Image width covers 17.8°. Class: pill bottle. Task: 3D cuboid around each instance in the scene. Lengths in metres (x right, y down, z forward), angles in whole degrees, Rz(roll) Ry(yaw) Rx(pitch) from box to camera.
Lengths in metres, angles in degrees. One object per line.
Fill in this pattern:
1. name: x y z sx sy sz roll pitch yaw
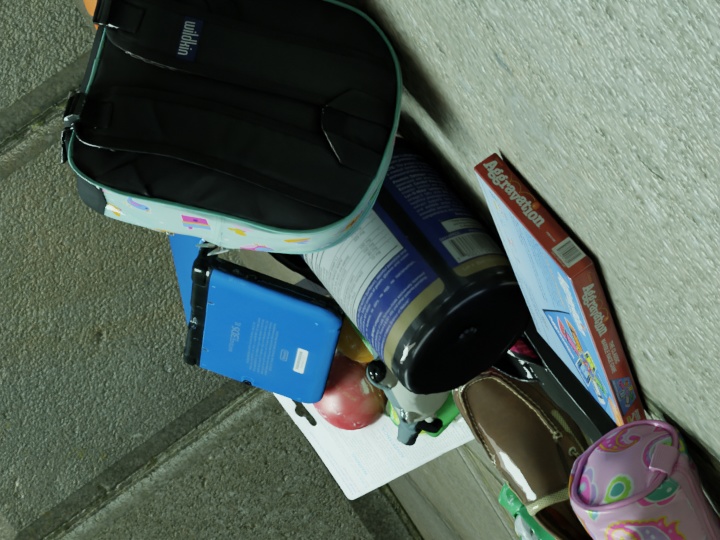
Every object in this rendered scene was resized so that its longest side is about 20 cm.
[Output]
1. pill bottle: 0.021 -0.021 1.573 0.200 0.112 0.112 52 174 29

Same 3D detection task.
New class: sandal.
1. sandal: 0.105 0.051 1.627 0.200 0.045 0.075 53 175 19

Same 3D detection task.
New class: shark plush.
1. shark plush: 0.040 0.065 1.741 0.083 0.091 0.200 48 171 32

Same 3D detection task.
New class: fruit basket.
1. fruit basket: 0.013 0.076 1.870 0.200 0.094 0.186 -30 99 40

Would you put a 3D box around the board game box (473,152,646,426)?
1. board game box: 0.125 0.018 1.410 0.103 0.019 0.200 53 174 34

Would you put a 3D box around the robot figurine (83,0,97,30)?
1. robot figurine: -0.159 -0.206 1.918 0.116 0.144 0.200 19 142 53

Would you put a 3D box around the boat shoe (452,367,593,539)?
1. boat shoe: 0.140 0.145 1.697 0.202 0.075 0.075 47 -156 -25

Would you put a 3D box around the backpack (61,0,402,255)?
1. backpack: -0.073 -0.097 1.469 0.199 0.176 0.153 13 166 7

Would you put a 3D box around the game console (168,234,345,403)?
1. game console: -0.086 -0.001 1.792 0.170 0.119 0.200 19 157 2

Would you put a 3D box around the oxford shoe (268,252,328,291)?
1. oxford shoe: 0.000 0.000 1.758 0.199 0.071 0.072 22 -174 23

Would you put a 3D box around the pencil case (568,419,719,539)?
1. pencil case: 0.207 0.188 1.436 0.200 0.087 0.087 56 174 -24

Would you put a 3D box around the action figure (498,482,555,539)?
1. action figure: 0.167 0.243 1.770 0.118 0.055 0.200 16 -142 -59
